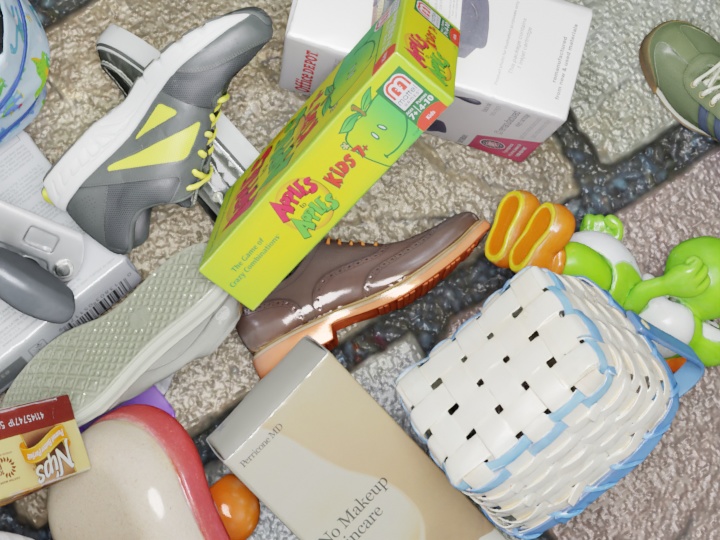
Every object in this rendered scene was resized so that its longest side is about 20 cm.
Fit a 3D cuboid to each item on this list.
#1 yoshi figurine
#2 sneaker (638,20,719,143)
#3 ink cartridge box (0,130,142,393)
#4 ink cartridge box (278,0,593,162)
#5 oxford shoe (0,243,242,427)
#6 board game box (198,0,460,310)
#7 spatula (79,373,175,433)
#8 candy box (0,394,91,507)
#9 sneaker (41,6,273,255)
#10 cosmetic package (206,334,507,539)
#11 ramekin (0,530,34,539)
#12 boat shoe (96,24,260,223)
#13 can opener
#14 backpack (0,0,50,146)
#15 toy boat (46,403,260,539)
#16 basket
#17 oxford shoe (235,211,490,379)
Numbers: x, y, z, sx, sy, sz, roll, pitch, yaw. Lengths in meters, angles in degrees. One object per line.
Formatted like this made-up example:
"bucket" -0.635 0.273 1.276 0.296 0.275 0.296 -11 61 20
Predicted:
"yoshi figurine" 0.198 -0.004 0.985 0.198 0.112 0.114 26 53 -21
"sneaker" 0.294 -0.115 1.020 0.067 0.090 0.201 -40 87 -9
"ink cartridge box" -0.277 -0.021 0.981 0.162 0.057 0.200 -39 67 -9
"ink cartridge box" 0.046 -0.155 0.972 0.197 0.145 0.085 17 82 -3
"oxford shoe" -0.158 0.060 0.934 0.199 0.058 0.076 -36 52 4
"board game box" -0.020 -0.076 0.875 0.047 0.102 0.200 36 120 -16
"spatula" -0.122 0.055 0.970 0.056 0.021 0.200 43 96 22
"candy box" -0.282 0.141 0.866 0.198 0.115 0.056 -23 83 27
"sneaker" -0.122 -0.092 0.924 0.200 0.075 0.085 -42 94 18
"cosmetic package" 0.001 0.153 0.934 0.105 0.071 0.200 -46 106 -7
"ramekin" -0.246 0.253 0.848 0.198 0.202 0.105 -25 43 -9
"boat shoe" -0.125 -0.089 0.983 0.064 0.071 0.200 -44 90 -11
"can opener" -0.267 -0.032 0.882 0.198 0.067 0.053 26 108 -23
"backpack" -0.310 -0.131 0.934 0.199 0.153 0.164 -35 68 17
"toy boat" -0.118 0.181 0.930 0.130 0.129 0.202 -36 107 -49
"basket" 0.130 0.088 0.910 0.176 0.200 0.140 -41 51 11
"oxford shoe" 0.000 0.000 0.985 0.198 0.071 0.073 -29 81 -9
